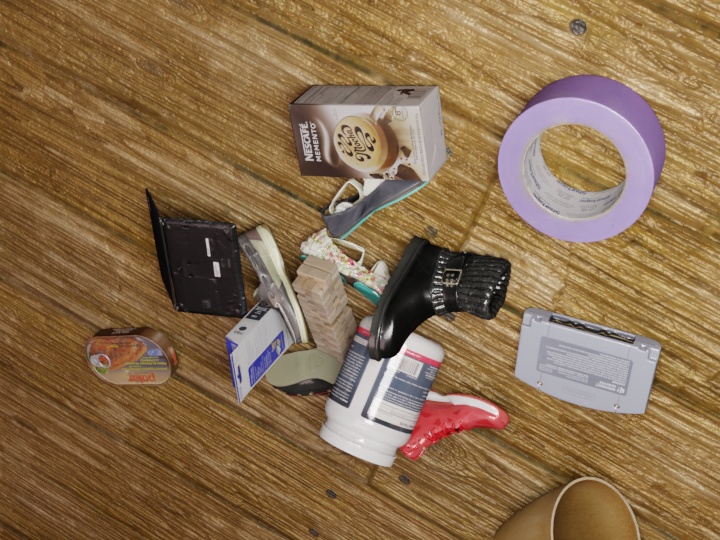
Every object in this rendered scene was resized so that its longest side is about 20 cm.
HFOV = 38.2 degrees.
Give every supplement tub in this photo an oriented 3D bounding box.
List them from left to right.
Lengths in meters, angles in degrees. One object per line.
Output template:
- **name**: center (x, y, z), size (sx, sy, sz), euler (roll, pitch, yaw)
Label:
- **supplement tub**: center (0.031, 0.182, 1.588), size (0.140, 0.140, 0.200), euler (23, 89, 13)

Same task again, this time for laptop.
- **laptop**: center (-0.271, -0.029, 1.711), size (0.199, 0.103, 0.178), euler (5, 122, 15)

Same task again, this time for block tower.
- **block tower**: center (-0.051, 0.063, 1.620), size (0.058, 0.054, 0.200), euler (20, 149, 29)

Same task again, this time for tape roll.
- **tape roll**: center (0.284, -0.142, 1.338), size (0.200, 0.085, 0.200), euler (14, 125, 21)

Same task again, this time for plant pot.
- **plant pot**: center (0.305, 0.436, 1.646), size (0.186, 0.186, 0.200), euler (50, 142, -8)

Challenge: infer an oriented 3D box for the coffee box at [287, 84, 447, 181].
- **coffee box**: center (0.010, -0.193, 1.453), size (0.199, 0.080, 0.113), euler (5, 122, 25)

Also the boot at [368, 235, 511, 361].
- **boot**: center (0.113, 0.053, 1.485), size (0.157, 0.211, 0.079), euler (19, 160, 19)

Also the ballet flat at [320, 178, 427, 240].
- **ballet flat**: center (0.013, -0.111, 1.513), size (0.200, 0.073, 0.073), euler (-31, 102, 40)

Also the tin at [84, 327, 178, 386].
- **tin**: center (-0.425, 0.161, 1.936), size (0.200, 0.042, 0.112), euler (-3, 114, 30)

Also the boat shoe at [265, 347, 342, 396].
- **boat shoe**: center (-0.056, 0.167, 1.731), size (0.201, 0.074, 0.063), euler (-9, 151, 21)

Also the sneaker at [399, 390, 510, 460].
- **sneaker**: center (0.132, 0.254, 1.637), size (0.200, 0.116, 0.078), euler (5, 153, 35)

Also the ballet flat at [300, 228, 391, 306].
- **ballet flat**: center (0.000, 0.000, 1.591), size (0.200, 0.064, 0.076), euler (33, 169, 5)

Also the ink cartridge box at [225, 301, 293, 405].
- **ink cartridge box**: center (-0.166, 0.117, 1.664), size (0.039, 0.200, 0.100), euler (9, 122, 22)

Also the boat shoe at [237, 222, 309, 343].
- **boat shoe**: center (-0.139, 0.027, 1.643), size (0.066, 0.072, 0.201), euler (-21, 87, -4)

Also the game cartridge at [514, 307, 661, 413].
- **game cartridge**: center (0.328, 0.137, 1.522), size (0.200, 0.040, 0.134), euler (16, 122, 19)
